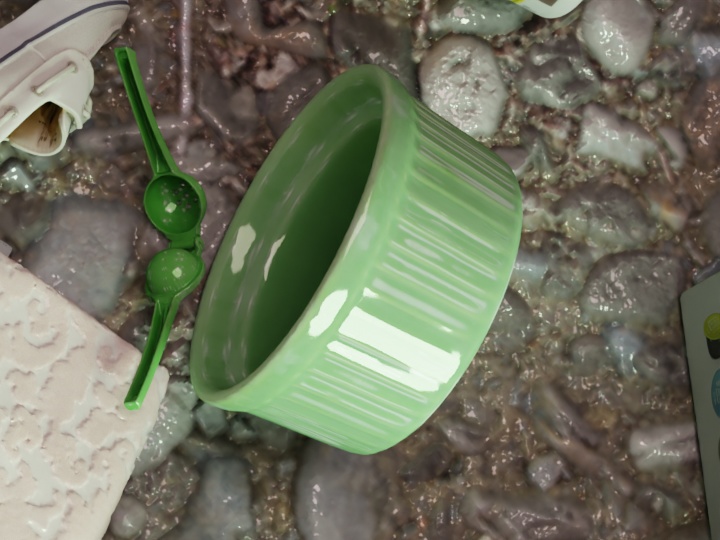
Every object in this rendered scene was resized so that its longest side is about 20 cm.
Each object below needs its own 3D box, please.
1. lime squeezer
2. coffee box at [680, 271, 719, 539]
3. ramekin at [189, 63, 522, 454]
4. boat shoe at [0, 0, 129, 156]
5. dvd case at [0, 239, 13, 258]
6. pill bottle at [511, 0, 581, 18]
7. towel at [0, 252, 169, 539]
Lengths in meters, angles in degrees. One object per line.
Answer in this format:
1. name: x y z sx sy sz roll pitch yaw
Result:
1. lime squeezer: -0.107 -0.018 1.341 0.038 0.071 0.200 -4 76 10
2. coffee box: 0.323 0.080 1.400 0.200 0.200 0.198 -1 76 -20
3. ramekin: 0.000 0.000 1.309 0.098 0.200 0.200 27 68 -19
4. boat shoe: -0.179 -0.093 1.309 0.070 0.071 0.200 51 39 -2
5. dvd case: -0.285 0.026 1.262 0.150 0.025 0.200 32 54 -10
6. pill bottle: 0.055 -0.237 1.434 0.200 0.109 0.109 26 69 -12
7. towel: -0.200 0.083 1.253 0.191 0.032 0.200 39 52 -25
